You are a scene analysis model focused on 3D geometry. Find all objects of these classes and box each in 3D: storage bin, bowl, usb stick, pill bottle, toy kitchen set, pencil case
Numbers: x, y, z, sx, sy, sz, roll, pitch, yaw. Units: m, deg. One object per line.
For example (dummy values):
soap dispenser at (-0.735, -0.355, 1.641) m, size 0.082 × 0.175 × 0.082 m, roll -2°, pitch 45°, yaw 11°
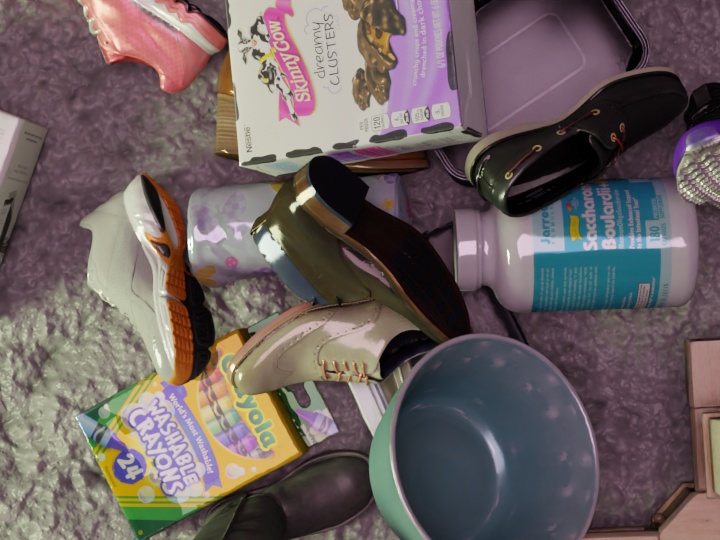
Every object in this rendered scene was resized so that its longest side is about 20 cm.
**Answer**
storage bin at (0.134, -0.176, 1.389) m, size 0.199 × 0.094 × 0.136 m, roll -33°, pitch 86°, yaw 5°
bowl at (0.087, 0.161, 1.328) m, size 0.200 × 0.105 × 0.202 m, roll 10°, pitch 69°, yaw -27°
usb stick at (0.111, 0.051, 1.419) m, size 0.055 × 0.033 × 0.201 m, roll -27°, pitch 87°, yaw -2°
pill bottle at (0.179, -0.021, 1.366) m, size 0.198 × 0.111 × 0.112 m, roll -3°, pitch 89°, yaw 0°
toy kitchen set at (0.237, 0.161, 1.339) m, size 0.179 × 0.163 × 0.202 m, roll -3°, pitch 89°, yaw 6°
pencil case at (-0.053, -0.034, 1.406) m, size 0.199 × 0.083 × 0.091 m, roll -5°, pitch 95°, yaw 9°

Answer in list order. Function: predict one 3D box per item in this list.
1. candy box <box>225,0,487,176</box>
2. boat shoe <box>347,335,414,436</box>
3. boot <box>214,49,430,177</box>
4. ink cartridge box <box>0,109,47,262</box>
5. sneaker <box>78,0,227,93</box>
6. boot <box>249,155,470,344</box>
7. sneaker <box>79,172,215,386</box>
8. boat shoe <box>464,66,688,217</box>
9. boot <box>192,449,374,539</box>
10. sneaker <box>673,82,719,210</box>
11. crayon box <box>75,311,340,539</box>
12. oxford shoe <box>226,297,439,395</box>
candy box at (-0.006, -0.177, 1.327) m, size 0.199 × 0.071 × 0.169 m, roll -9°, pitch 84°, yaw 23°
boat shoe at (0.050, 0.151, 1.404) m, size 0.062 × 0.072 × 0.201 m, roll -28°, pitch 84°, yaw 6°
boot at (-0.027, -0.164, 1.423) m, size 0.199 × 0.077 × 0.156 m, roll 9°, pitch 86°, yaw 13°
ink cartridge box at (-0.387, -0.061, 1.444) m, size 0.146 × 0.083 × 0.201 m, roll 20°, pitch 91°, yaw 6°
sneaker at (-0.219, -0.231, 1.436) m, size 0.200 × 0.074 × 0.087 m, roll 34°, pitch 96°, yaw 6°
boot at (0.000, 0.000, 1.342) m, size 0.200 × 0.075 × 0.097 m, roll 47°, pitch 130°, yaw -12°
sneaker at (-0.192, 0.019, 1.418) m, size 0.092 × 0.076 × 0.201 m, roll -27°, pitch 59°, yaw 17°
boat shoe at (0.186, -0.103, 1.319) m, size 0.200 × 0.074 × 0.063 m, roll -25°, pitch 46°, yaw -14°
boot at (-0.073, 0.216, 1.350) m, size 0.181 × 0.200 × 0.073 m, roll -26°, pitch 87°, yaw 5°
sneaker at (0.291, -0.110, 1.328) m, size 0.069 × 0.200 × 0.100 m, roll -23°, pitch 74°, yaw 21°
crayon box at (-0.135, 0.137, 1.433) m, size 0.199 × 0.052 × 0.126 m, roll -29°, pitch 87°, yaw 4°
oxford shoe at (-0.016, 0.066, 1.371) m, size 0.199 × 0.071 × 0.074 m, roll -24°, pitch 56°, yaw -4°
